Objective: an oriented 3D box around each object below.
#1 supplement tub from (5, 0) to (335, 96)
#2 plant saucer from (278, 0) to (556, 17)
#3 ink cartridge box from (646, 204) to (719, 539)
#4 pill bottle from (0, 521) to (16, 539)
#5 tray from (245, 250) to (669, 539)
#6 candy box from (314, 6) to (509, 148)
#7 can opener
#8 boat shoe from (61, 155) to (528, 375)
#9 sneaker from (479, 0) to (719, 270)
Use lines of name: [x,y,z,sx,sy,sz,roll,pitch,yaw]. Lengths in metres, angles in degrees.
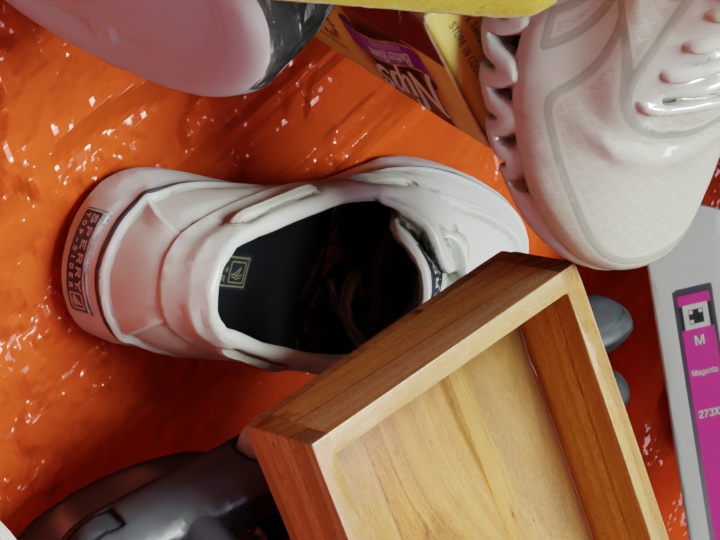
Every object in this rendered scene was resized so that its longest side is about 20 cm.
supplement tub: [-0.020,-0.155,0.639,0.200,0.122,0.123,-57,139,-21]
plant saucer: [-0.032,-0.162,0.537,0.199,0.048,0.201,1,85,-27]
ink cartridge box: [0.134,0.046,0.888,0.095,0.037,0.201,37,41,-61]
pill bottle: [-0.170,0.086,0.546,0.200,0.112,0.113,23,85,-52]
tray: [0.046,0.106,0.707,0.098,0.037,0.201,-33,114,-29]
candy box: [0.067,-0.137,0.714,0.200,0.117,0.057,-42,132,-12]
can opener: [-0.003,0.054,0.722,0.199,0.079,0.064,-24,140,-19]
boat shoe: [0.000,0.000,0.764,0.200,0.066,0.072,7,97,-52]
sneaker: [0.084,-0.079,0.621,0.075,0.081,0.201,-16,130,-31]
